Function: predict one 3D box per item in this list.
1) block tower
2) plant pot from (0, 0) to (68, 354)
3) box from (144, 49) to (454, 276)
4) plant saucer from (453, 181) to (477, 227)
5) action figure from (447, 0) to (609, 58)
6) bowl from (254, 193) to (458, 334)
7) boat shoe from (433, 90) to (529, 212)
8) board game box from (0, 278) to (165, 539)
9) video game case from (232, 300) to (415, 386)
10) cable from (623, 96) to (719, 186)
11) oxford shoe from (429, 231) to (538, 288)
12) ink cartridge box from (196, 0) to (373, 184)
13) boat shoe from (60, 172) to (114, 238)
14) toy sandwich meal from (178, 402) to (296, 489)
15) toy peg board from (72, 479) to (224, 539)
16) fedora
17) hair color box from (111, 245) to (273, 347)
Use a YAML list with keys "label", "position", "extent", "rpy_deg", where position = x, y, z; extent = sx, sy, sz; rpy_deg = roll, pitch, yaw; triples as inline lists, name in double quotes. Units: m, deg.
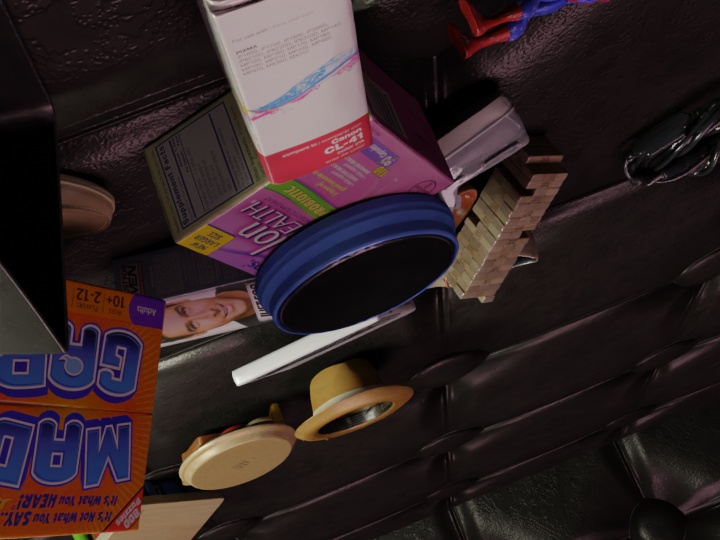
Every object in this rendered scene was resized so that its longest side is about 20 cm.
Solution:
- label: "block tower"
  position: [0.155, -0.052, 1.184]
  extent: [0.057, 0.054, 0.201]
  rpy_deg: [-5, 135, -35]
- label: "plant pot"
  position: [-0.298, -0.059, 0.668]
  extent: [0.176, 0.201, 0.200]
  rpy_deg: [-9, 156, -4]
- label: "box"
  position: [-0.049, -0.090, 0.929]
  extent: [0.199, 0.097, 0.176]
  rpy_deg: [-29, 156, 17]
- label: "plant saucer"
  position: [0.044, -0.029, 1.161]
  extent: [0.200, 0.032, 0.200]
  rpy_deg: [-39, 168, -10]
- label: "action figure"
  position: [0.167, -0.234, 0.876]
  extent: [0.199, 0.052, 0.066]
  rpy_deg: [-22, 163, -15]
- label: "bowl"
  position: [0.000, 0.000, 0.999]
  extent: [0.199, 0.040, 0.201]
  rpy_deg: [-20, 158, -8]
- label: "boat shoe"
  position: [0.075, -0.087, 1.026]
  extent: [0.200, 0.072, 0.070]
  rpy_deg: [-37, -168, 6]
- label: "board game box"
  position: [-0.312, 0.106, 0.890]
  extent: [0.198, 0.202, 0.200]
  rpy_deg: [1, 171, 32]
- label: "video game case"
  position: [-0.041, 0.086, 1.336]
  extent: [0.199, 0.024, 0.182]
  rpy_deg: [-26, 175, 16]
- label: "cable"
  position: [0.413, -0.156, 1.265]
  extent: [0.200, 0.051, 0.163]
  rpy_deg: [-36, 154, 27]
- label: "oxford shoe"
  position: [0.119, -0.005, 1.294]
  extent: [0.199, 0.074, 0.071]
  rpy_deg: [-26, 157, 8]
- label: "ink cartridge box"
  position: [-0.059, -0.170, 0.680]
  extent: [0.085, 0.148, 0.200]
  rpy_deg: [-20, 158, -5]
- label: "boat shoe"
  position: [-0.289, -0.037, 0.865]
  extent: [0.199, 0.065, 0.072]
  rpy_deg: [0, 148, -43]
- label: "toy sandwich meal"
  position: [-0.191, 0.266, 1.617]
  extent: [0.204, 0.071, 0.206]
  rpy_deg: [-19, 152, -10]
- label: "toy peg board"
  position: [-0.366, 0.406, 1.752]
  extent: [0.199, 0.098, 0.200]
  rpy_deg: [9, 126, -52]
- label: "fedora"
  position: [-0.019, 0.183, 1.567]
  extent: [0.199, 0.082, 0.201]
  rpy_deg: [-20, 162, -7]
- label: "hair color box"
  position: [-0.139, 0.015, 1.077]
  extent: [0.198, 0.061, 0.099]
  rpy_deg: [-13, 151, -1]
